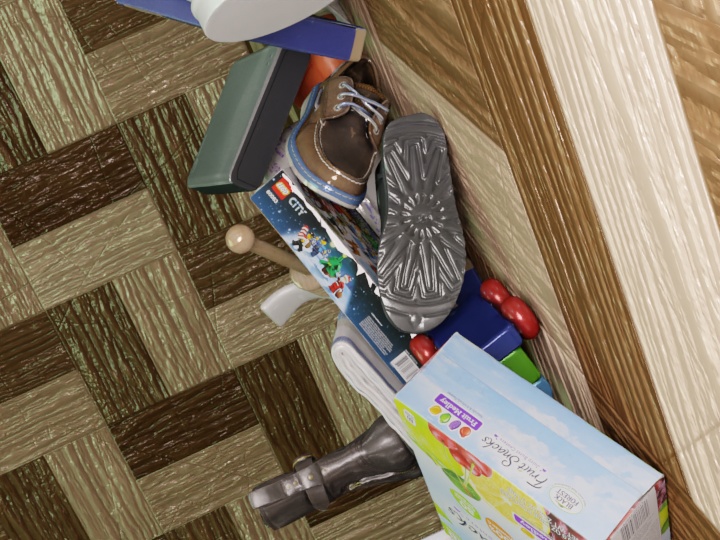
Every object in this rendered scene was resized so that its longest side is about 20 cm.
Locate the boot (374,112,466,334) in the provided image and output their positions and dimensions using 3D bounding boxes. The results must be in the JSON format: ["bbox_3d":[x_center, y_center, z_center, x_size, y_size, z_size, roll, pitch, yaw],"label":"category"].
[{"bbox_3d":[0.038,-0.025,1.138,0.200,0.065,0.165,123,149,-82],"label":"boot"}]

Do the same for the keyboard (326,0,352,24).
[{"bbox_3d":[-0.056,-0.292,1.319,0.056,0.011,0.200,42,-165,-46],"label":"keyboard"}]

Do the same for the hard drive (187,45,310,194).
[{"bbox_3d":[-0.109,-0.141,1.357,0.033,0.140,0.200,22,175,-17],"label":"hard drive"}]

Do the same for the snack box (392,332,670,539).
[{"bbox_3d":[0.118,0.155,0.930,0.169,0.068,0.200,34,160,34],"label":"snack box"}]

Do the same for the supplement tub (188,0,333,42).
[{"bbox_3d":[-0.093,-0.276,0.993,0.145,0.144,0.200,89,157,-82],"label":"supplement tub"}]

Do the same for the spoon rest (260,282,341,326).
[{"bbox_3d":[-0.009,0.059,1.363,0.200,0.061,0.099,28,167,39],"label":"spoon rest"}]

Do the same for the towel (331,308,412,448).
[{"bbox_3d":[0.030,0.083,1.193,0.147,0.024,0.200,48,-167,-11],"label":"towel"}]

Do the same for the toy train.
[{"bbox_3d":[0.101,0.073,1.084,0.116,0.085,0.200,52,180,-12],"label":"toy train"}]

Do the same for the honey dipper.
[{"bbox_3d":[-0.062,-0.008,1.166,0.038,0.038,0.200,65,-166,16],"label":"honey dipper"}]

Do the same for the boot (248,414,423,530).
[{"bbox_3d":[-0.012,0.181,1.288,0.069,0.174,0.200,63,-177,20],"label":"boot"}]

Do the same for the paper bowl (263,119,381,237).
[{"bbox_3d":[-0.010,-0.059,1.385,0.201,0.104,0.201,54,177,3],"label":"paper bowl"}]

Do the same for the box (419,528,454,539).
[{"bbox_3d":[0.111,0.264,1.128,0.184,0.200,0.105,72,173,-63],"label":"box"}]

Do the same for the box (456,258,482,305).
[{"bbox_3d":[0.126,0.100,1.192,0.121,0.032,0.200,70,173,-54],"label":"box"}]

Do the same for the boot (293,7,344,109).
[{"bbox_3d":[-0.032,-0.177,1.393,0.107,0.075,0.200,60,174,13],"label":"boot"}]

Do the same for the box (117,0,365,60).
[{"bbox_3d":[-0.107,-0.207,1.153,0.121,0.200,0.032,22,101,41],"label":"box"}]

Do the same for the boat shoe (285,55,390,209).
[{"bbox_3d":[-0.015,-0.124,1.185,0.072,0.072,0.200,26,-153,-18],"label":"boat shoe"}]

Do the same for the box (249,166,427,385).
[{"bbox_3d":[0.000,0.000,1.188,0.200,0.038,0.137,51,-167,1],"label":"box"}]
